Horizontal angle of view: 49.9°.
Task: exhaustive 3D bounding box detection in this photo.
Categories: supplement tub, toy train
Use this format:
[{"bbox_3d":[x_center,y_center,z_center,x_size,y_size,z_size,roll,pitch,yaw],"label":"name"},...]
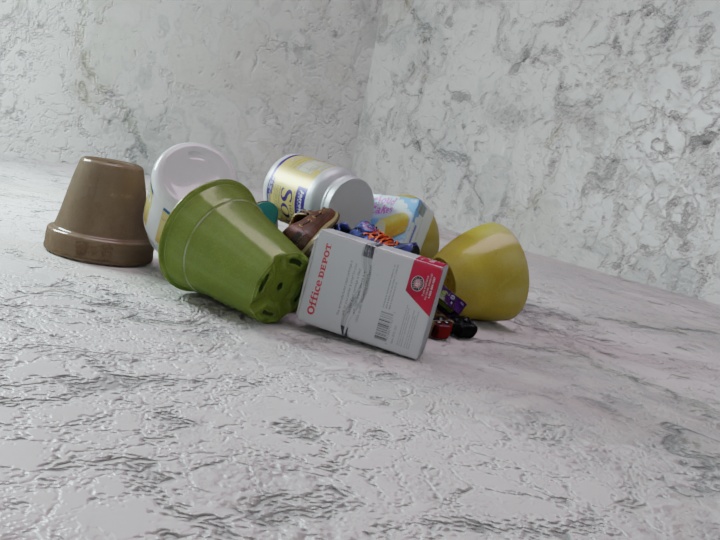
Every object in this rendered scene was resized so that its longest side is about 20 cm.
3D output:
[{"bbox_3d":[-0.300,-0.113,1.347,0.143,0.146,0.200,9,-27,-18],"label":"supplement tub"},{"bbox_3d":[0.133,0.100,1.326,0.199,0.034,0.046,5,23,-43],"label":"toy train"},{"bbox_3d":[-0.083,-0.144,1.539,0.145,0.147,0.199,3,15,-45],"label":"supplement tub"}]

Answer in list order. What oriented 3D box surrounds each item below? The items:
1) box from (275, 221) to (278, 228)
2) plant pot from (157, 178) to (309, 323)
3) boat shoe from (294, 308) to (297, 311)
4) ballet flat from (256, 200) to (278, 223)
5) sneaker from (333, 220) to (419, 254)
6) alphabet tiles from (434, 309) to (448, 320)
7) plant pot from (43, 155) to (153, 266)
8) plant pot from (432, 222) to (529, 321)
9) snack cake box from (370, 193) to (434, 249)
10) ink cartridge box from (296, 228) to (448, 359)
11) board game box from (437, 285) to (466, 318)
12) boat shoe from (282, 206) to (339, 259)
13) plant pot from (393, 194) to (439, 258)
[{"bbox_3d":[-0.265,-0.067,1.559,0.198,0.069,0.082,0,-13,-6],"label":"box"},{"bbox_3d":[-0.182,-0.014,1.213,0.189,0.202,0.199,33,19,34],"label":"plant pot"},{"bbox_3d":[-0.104,-0.001,1.364,0.070,0.071,0.200,22,28,-2],"label":"boat shoe"},{"bbox_3d":[-0.232,-0.065,1.481,0.070,0.071,0.200,15,45,23],"label":"ballet flat"},{"bbox_3d":[0.015,-0.046,1.331,0.199,0.079,0.075,5,9,39],"label":"sneaker"},{"bbox_3d":[0.095,0.074,1.521,0.166,0.008,0.200,14,8,11],"label":"alphabet tiles"},{"bbox_3d":[-0.471,-0.114,1.425,0.198,0.176,0.200,11,10,-2],"label":"plant pot"},{"bbox_3d":[0.217,0.013,1.537,0.141,0.202,0.200,-10,18,-29],"label":"plant pot"},{"bbox_3d":[0.037,-0.091,1.566,0.199,0.116,0.067,11,-16,39],"label":"snack cake box"},{"bbox_3d":[0.018,0.032,1.186,0.198,0.147,0.083,18,10,11],"label":"ink cartridge box"},{"bbox_3d":[0.104,0.014,1.430,0.200,0.032,0.120,40,-11,2],"label":"board game box"},{"bbox_3d":[-0.086,-0.078,1.338,0.067,0.072,0.200,40,20,-6],"label":"boat shoe"},{"bbox_3d":[0.058,-0.067,1.751,0.141,0.202,0.199,-10,21,-44],"label":"plant pot"}]
